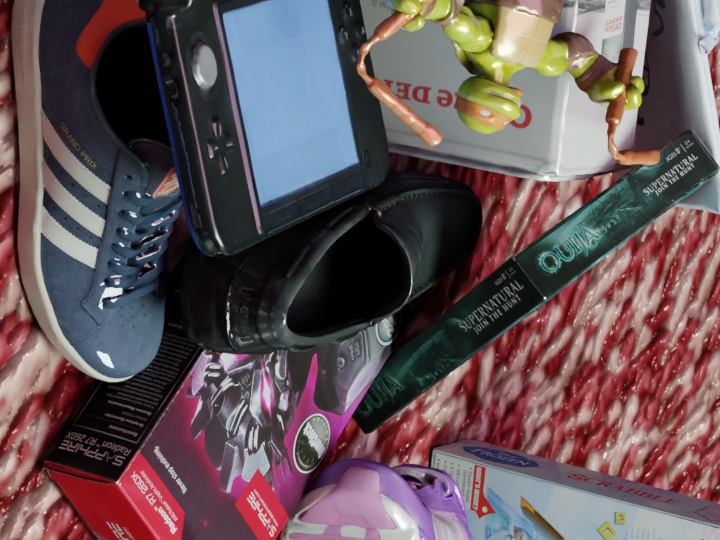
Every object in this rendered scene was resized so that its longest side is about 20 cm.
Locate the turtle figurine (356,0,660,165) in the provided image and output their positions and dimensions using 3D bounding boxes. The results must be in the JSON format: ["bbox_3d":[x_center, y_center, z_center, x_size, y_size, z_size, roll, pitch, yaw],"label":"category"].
[{"bbox_3d":[0.078,-0.126,1.351,0.200,0.064,0.161,15,94,-41],"label":"turtle figurine"}]

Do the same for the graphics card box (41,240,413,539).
[{"bbox_3d":[-0.059,0.056,1.435,0.200,0.051,0.126,-58,140,-27],"label":"graphics card box"}]

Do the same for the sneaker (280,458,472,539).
[{"bbox_3d":[0.017,0.133,1.537,0.200,0.080,0.089,66,39,-60],"label":"sneaker"}]

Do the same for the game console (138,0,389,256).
[{"bbox_3d":[0.000,-0.112,1.297,0.200,0.118,0.171,-28,108,-64],"label":"game console"}]

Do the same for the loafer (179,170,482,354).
[{"bbox_3d":[0.000,0.000,1.396,0.200,0.070,0.068,-21,116,-50],"label":"loafer"}]

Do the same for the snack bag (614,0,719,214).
[{"bbox_3d":[0.151,-0.125,1.541,0.021,0.189,0.200,-11,95,-12],"label":"snack bag"}]

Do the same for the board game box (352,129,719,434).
[{"bbox_3d":[0.082,0.008,1.502,0.135,0.200,0.028,-35,87,-34],"label":"board game box"}]

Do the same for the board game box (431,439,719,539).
[{"bbox_3d":[0.121,0.209,1.606,0.041,0.199,0.200,-12,111,-53],"label":"board game box"}]

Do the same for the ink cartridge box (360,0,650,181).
[{"bbox_3d":[0.065,-0.153,1.456,0.085,0.146,0.200,-6,106,-55],"label":"ink cartridge box"}]

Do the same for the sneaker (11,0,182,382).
[{"bbox_3d":[-0.101,-0.037,1.317,0.075,0.084,0.200,-34,127,-44],"label":"sneaker"}]
